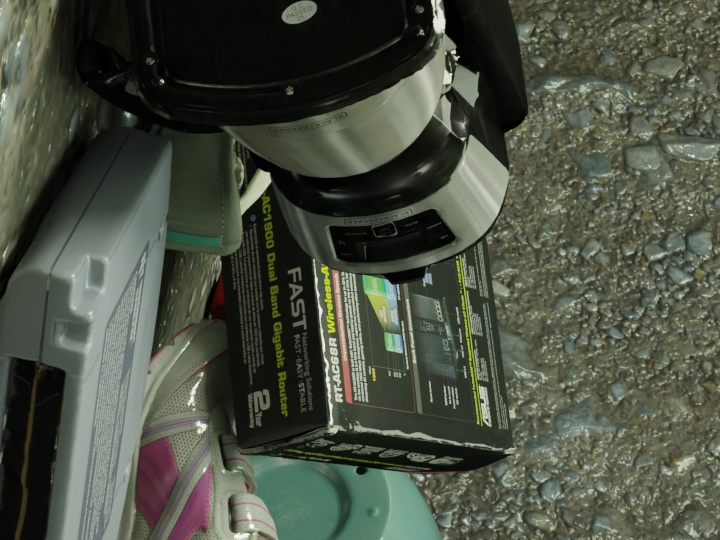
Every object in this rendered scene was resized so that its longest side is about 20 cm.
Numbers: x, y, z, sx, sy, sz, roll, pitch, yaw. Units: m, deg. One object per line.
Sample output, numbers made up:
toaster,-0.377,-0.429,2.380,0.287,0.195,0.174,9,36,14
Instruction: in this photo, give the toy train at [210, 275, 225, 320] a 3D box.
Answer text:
toy train,-0.075,0.022,1.293,0.046,0.034,0.200,95,8,-45

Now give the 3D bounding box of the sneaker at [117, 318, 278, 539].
sneaker,-0.077,0.122,1.031,0.081,0.088,0.200,54,47,-67

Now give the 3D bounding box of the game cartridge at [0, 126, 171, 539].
game cartridge,-0.110,0.052,0.803,0.133,0.041,0.200,-65,168,-59

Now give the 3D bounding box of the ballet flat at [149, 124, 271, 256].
ballet flat,-0.053,-0.087,0.953,0.067,0.064,0.200,99,5,-54

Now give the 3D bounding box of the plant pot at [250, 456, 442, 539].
plant pot,-0.038,0.187,1.291,0.161,0.200,0.201,83,17,-49

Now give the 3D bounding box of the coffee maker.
coffee maker,-0.004,-0.113,0.787,0.200,0.135,0.192,52,53,-71

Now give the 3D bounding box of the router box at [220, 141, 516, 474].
router box,0.000,0.000,1.068,0.150,0.062,0.200,14,64,-50
